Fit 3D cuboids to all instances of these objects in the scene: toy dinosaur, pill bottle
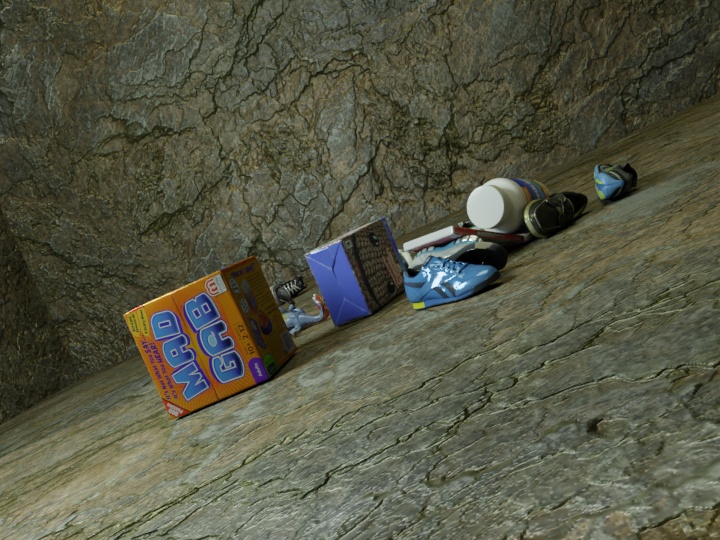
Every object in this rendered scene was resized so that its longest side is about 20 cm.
[{"bbox_3d":[-0.155,0.101,1.850,0.179,0.107,0.200,-4,-7,3],"label":"toy dinosaur"},{"bbox_3d":[0.295,-0.127,1.607,0.111,0.114,0.199,-21,-8,36],"label":"pill bottle"}]

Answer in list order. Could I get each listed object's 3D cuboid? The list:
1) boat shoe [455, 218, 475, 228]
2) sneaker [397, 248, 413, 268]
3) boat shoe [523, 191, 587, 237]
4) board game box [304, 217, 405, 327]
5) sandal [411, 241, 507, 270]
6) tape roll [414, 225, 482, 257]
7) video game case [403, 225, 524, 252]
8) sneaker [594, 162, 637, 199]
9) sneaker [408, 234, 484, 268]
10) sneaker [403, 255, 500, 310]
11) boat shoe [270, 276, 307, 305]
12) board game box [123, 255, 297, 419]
[{"bbox_3d":[0.260,-0.090,1.942,0.074,0.062,0.199,-29,6,-32],"label":"boat shoe"},{"bbox_3d":[0.062,-0.005,1.976,0.099,0.070,0.200,-28,4,-11],"label":"sneaker"},{"bbox_3d":[0.381,-0.118,1.562,0.066,0.072,0.200,-27,-3,39],"label":"boat shoe"},{"bbox_3d":[0.000,0.000,1.664,0.096,0.161,0.200,-20,6,32],"label":"board game box"},{"bbox_3d":[0.172,0.004,1.389,0.199,0.076,0.043,-23,46,42],"label":"sandal"},{"bbox_3d":[0.220,-0.051,1.804,0.198,0.049,0.200,-25,4,2],"label":"tape roll"},{"bbox_3d":[0.203,-0.053,1.577,0.198,0.018,0.142,4,-15,-37],"label":"video game case"},{"bbox_3d":[0.523,-0.182,1.651,0.082,0.072,0.200,-9,9,14],"label":"sneaker"},{"bbox_3d":[0.146,-0.002,1.504,0.199,0.075,0.087,-28,15,48],"label":"sneaker"},{"bbox_3d":[0.141,0.010,1.326,0.066,0.079,0.199,-25,5,-39],"label":"sneaker"},{"bbox_3d":[-0.255,0.064,2.850,0.092,0.075,0.200,-31,2,16],"label":"boat shoe"},{"bbox_3d":[-0.262,0.114,1.455,0.198,0.202,0.200,-23,4,12],"label":"board game box"}]
